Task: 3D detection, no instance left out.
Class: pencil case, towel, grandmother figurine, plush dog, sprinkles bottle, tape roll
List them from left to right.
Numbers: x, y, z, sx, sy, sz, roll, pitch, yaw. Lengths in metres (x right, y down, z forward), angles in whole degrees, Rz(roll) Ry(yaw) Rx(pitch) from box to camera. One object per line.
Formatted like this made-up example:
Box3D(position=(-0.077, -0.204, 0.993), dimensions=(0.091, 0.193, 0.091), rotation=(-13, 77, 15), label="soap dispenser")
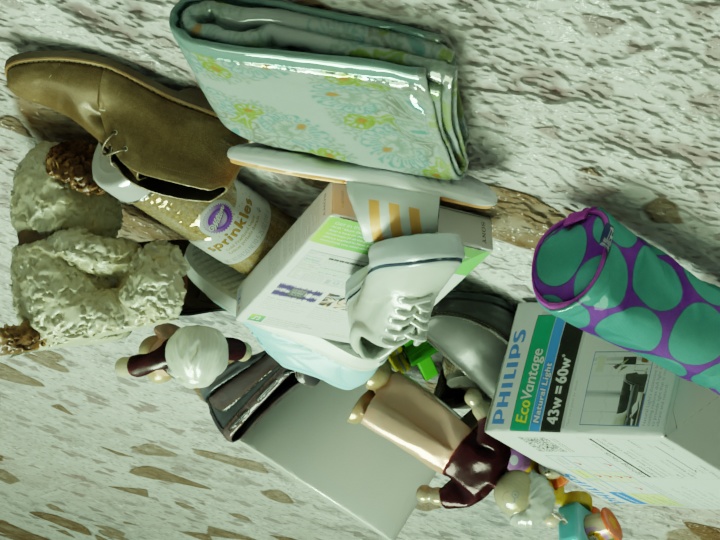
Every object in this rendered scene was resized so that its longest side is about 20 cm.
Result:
Box3D(position=(-0.251, -0.024, 1.672), dimensions=(0.159, 0.173, 0.200), rotation=(-9, 176, -26), label="plush dog")
Box3D(position=(-0.155, 0.073, 1.737), dimensions=(0.120, 0.061, 0.200), rotation=(-19, -179, -14), label="grandmother figurine")
Box3D(position=(-0.130, -0.055, 1.624), dimensions=(0.068, 0.069, 0.200), rotation=(-1, 155, 42), label="sprinkles bottle")
Box3D(position=(-0.023, -0.124, 1.367), dimensions=(0.198, 0.048, 0.171), rotation=(13, 160, 13), label="towel")
Box3D(position=(-0.015, 0.153, 1.924), dimensions=(0.202, 0.140, 0.203), rotation=(31, 173, 4), label="tape roll")
Box3D(position=(0.085, 0.165, 1.765), dimensions=(0.199, 0.061, 0.122), rotation=(32, 125, 11), label="grandmother figurine")
Box3D(position=(0.229, 0.024, 1.496), dimensions=(0.199, 0.093, 0.085), rotation=(27, 162, -27), label="pencil case")

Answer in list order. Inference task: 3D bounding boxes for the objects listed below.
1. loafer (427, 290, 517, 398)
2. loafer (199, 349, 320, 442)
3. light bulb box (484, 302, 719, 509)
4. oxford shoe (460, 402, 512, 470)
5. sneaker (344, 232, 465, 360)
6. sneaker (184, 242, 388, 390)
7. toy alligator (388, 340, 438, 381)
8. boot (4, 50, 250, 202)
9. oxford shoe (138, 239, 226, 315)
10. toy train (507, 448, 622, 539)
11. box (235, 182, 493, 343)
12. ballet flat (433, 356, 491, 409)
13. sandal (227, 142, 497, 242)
Box3D(position=(0.124, 0.078, 1.752), dimensions=(0.199, 0.073, 0.073), rotation=(26, 138, -34), label="loafer")
Box3D(position=(-0.060, 0.092, 1.820), dimensions=(0.199, 0.063, 0.072), rotation=(-31, 158, 26), label="loafer")
Box3D(position=(0.251, 0.118, 1.696), dimensions=(0.199, 0.126, 0.198), rotation=(-2, 154, 46), label="light bulb box")
Box3D(position=(0.137, 0.159, 1.883), dimensions=(0.071, 0.071, 0.200), rotation=(46, -157, 9), label="oxford shoe")
Box3D(position=(0.036, 0.021, 1.495), dimensions=(0.072, 0.071, 0.200), rotation=(-5, 167, -12), label="sneaker")
Box3D(position=(-0.075, 0.047, 1.731), dimensions=(0.199, 0.074, 0.082), rotation=(32, 133, -1), label="sneaker")
Box3D(position=(0.039, 0.038, 1.781), dimensions=(0.054, 0.059, 0.200), rotation=(56, 174, 30), label="toy alligator")
Box3D(position=(-0.183, -0.111, 1.502), dimensions=(0.198, 0.076, 0.074), rotation=(17, 164, 2), label="boot")
Box3D(position=(-0.127, 0.001, 1.791), dimensions=(0.198, 0.073, 0.084), rotation=(7, 160, -9), label="oxford shoe")
Box3D(position=(0.203, 0.184, 1.840), dimensions=(0.055, 0.150, 0.201), rotation=(-23, 98, 32), label="toy train")
Box3D(position=(0.000, 0.000, 1.610), dimensions=(0.143, 0.037, 0.200), rotation=(13, 150, -23), label="box")
Box3D(position=(0.102, 0.101, 1.922), dimensions=(0.067, 0.047, 0.200), rotation=(-5, 165, 2), label="ballet flat")
Box3D(position=(0.000, -0.054, 1.472), dimensions=(0.205, 0.060, 0.079), rotation=(9, -169, 8), label="sandal")
